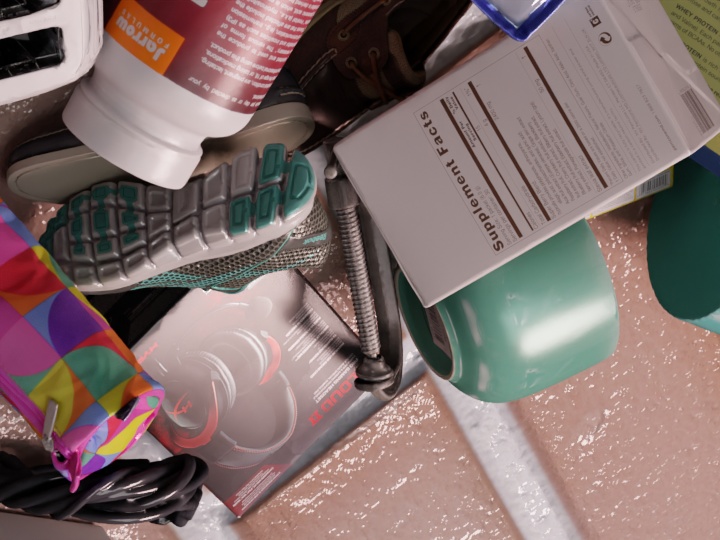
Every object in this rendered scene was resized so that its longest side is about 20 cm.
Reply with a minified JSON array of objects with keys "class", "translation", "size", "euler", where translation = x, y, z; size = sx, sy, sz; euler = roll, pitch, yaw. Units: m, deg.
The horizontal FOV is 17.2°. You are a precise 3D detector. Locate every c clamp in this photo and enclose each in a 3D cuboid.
[{"class":"c clamp","translation":[0.000,0.000,1.566],"size":[0.027,0.171,0.202],"euler":[-8,110,9]}]

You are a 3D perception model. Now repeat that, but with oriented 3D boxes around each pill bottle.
[{"class":"pill bottle","translation":[-0.090,-0.153,1.390],"size":[0.112,0.113,0.201],"euler":[21,106,-40]}]

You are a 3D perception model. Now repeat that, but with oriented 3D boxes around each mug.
[{"class":"mug","translation":[0.085,0.001,1.651],"size":[0.114,0.186,0.152],"euler":[-24,161,-16]}]

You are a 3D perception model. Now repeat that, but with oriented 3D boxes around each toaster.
[{"class":"toaster","translation":[-0.237,-0.158,1.335],"size":[0.199,0.129,0.114],"euler":[-15,124,-25]}]

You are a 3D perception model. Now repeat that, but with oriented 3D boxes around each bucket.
[{"class":"bucket","translation":[0.310,-0.034,1.729],"size":[0.134,0.207,0.208],"euler":[16,109,-23]}]

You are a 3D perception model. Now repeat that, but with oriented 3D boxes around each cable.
[{"class":"cable","translation":[-0.180,0.133,1.524],"size":[0.162,0.200,0.051],"euler":[8,86,-4]}]

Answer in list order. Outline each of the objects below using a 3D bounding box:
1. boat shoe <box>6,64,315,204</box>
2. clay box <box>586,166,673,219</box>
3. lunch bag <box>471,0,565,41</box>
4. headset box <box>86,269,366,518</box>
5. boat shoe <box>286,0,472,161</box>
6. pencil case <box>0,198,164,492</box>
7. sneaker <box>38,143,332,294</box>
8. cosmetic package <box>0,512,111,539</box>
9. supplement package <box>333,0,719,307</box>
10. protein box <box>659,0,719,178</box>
[{"class":"boat shoe","translation":[-0.131,-0.092,1.505],"size":[0.198,0.063,0.073],"euler":[-13,158,-12]},{"class":"clay box","translation":[0.166,-0.136,1.672],"size":[0.114,0.048,0.201],"euler":[-20,126,-26]},{"class":"lunch bag","translation":[0.121,-0.256,1.416],"size":[0.124,0.170,0.200],"euler":[37,105,-17]},{"class":"headset box","translation":[-0.087,0.060,1.607],"size":[0.149,0.075,0.200],"euler":[-44,132,-4]},{"class":"boat shoe","translation":[0.012,-0.144,1.548],"size":[0.200,0.072,0.072],"euler":[-44,132,-1]},{"class":"pencil case","translation":[-0.203,0.035,1.430],"size":[0.088,0.200,0.088],"euler":[-39,166,-12]},{"class":"sneaker","translation":[-0.107,-0.012,1.482],"size":[0.198,0.078,0.091],"euler":[-10,146,20]},{"class":"cosmetic package","translation":[-0.228,0.279,1.565],"size":[0.165,0.200,0.168],"euler":[13,111,-38]},{"class":"supplement package","translation":[0.107,-0.084,1.480],"size":[0.199,0.120,0.121],"euler":[-31,-179,24]},{"class":"protein box","translation":[0.298,-0.153,1.570],"size":[0.201,0.198,0.135],"euler":[-54,170,-3]}]
